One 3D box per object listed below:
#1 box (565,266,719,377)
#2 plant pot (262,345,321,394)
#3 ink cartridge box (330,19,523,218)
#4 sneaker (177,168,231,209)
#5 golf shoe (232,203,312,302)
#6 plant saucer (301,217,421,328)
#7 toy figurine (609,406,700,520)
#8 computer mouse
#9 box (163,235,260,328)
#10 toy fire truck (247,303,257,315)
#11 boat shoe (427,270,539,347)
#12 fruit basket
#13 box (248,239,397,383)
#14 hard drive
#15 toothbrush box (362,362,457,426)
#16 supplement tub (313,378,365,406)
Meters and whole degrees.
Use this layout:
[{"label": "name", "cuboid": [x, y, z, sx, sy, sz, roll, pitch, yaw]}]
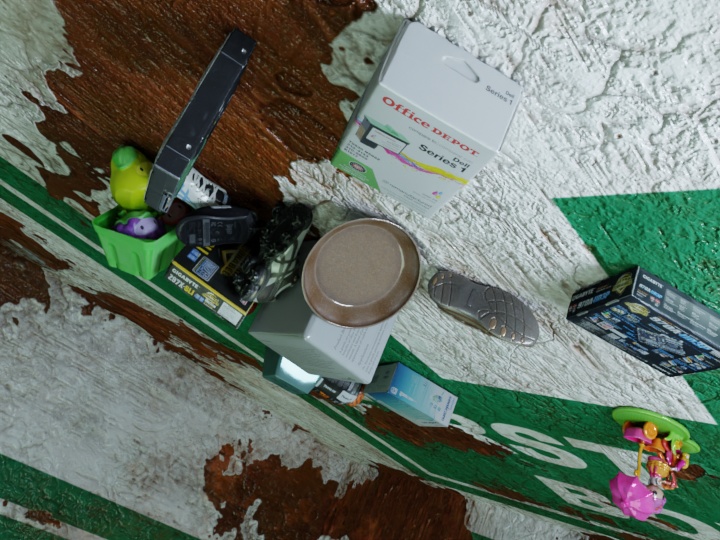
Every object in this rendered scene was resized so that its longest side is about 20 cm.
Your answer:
[{"label": "box", "cuboid": [0.413, 0.079, 1.019, 0.197, 0.047, 0.159, 28, 159, -8]}, {"label": "plant pot", "cuboid": [-0.130, 0.164, 1.625, 0.140, 0.203, 0.141, 32, 159, -19]}, {"label": "ink cartridge box", "cuboid": [0.065, -0.155, 0.800, 0.143, 0.085, 0.200, 28, 159, -7]}, {"label": "sneaker", "cuboid": [-0.272, -0.136, 1.271, 0.071, 0.073, 0.200, -13, 142, 22]}, {"label": "golf shoe", "cuboid": [-0.133, -0.027, 1.252, 0.094, 0.201, 0.078, 21, -152, -44]}, {"label": "plant saucer", "cuboid": [0.000, 0.000, 1.169, 0.199, 0.200, 0.037, 37, -164, -30]}, {"label": "toy figurine", "cuboid": [0.558, 0.394, 1.413, 0.198, 0.187, 0.149, 31, 159, -19]}, {"label": "computer mouse", "cuboid": [-0.221, -0.065, 1.279, 0.195, 0.047, 0.142, -8, 140, -10]}, {"label": "box", "cuboid": [-0.244, -0.007, 1.334, 0.158, 0.201, 0.050, 34, 124, -5]}, {"label": "toy fire truck", "cuboid": [-0.266, -0.017, 1.512, 0.196, 0.113, 0.170, 16, 134, 20]}, {"label": "boat shoe", "cuboid": [0.203, 0.066, 1.203, 0.198, 0.076, 0.072, 30, 165, 13]}, {"label": "fruit basket", "cuboid": [-0.380, -0.117, 1.314, 0.153, 0.219, 0.217, 18, 159, 16]}, {"label": "box", "cuboid": [-0.058, 0.071, 1.319, 0.171, 0.202, 0.198, 38, 156, -32]}, {"label": "hard drive", "cuboid": [-0.196, -0.177, 0.880, 0.037, 0.203, 0.139, 28, 160, -13]}, {"label": "toothbrush box", "cuboid": [0.127, 0.323, 1.875, 0.198, 0.087, 0.146, 33, 157, -17]}, {"label": "supplement tub", "cuboid": [-0.080, 0.277, 1.949, 0.198, 0.124, 0.122, 33, 158, -20]}]
